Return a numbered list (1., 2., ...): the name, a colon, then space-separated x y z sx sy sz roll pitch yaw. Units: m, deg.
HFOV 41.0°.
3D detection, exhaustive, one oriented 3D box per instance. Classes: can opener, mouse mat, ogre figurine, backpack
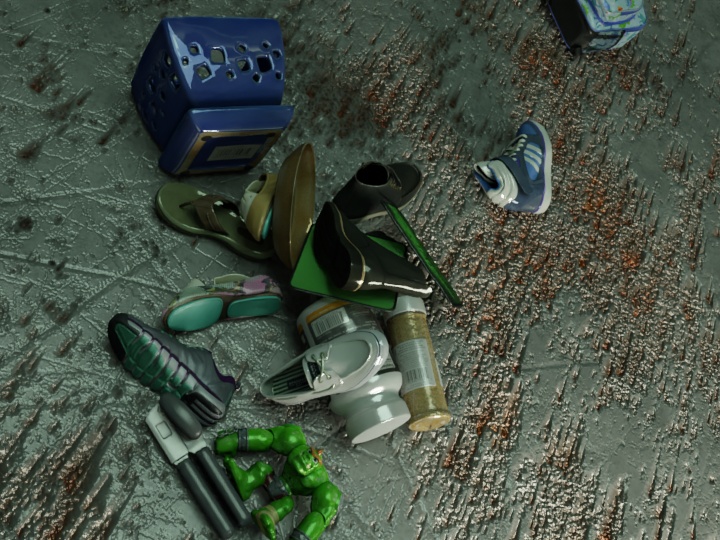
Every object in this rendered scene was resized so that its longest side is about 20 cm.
1. can opener: -0.211 0.251 1.252 0.053 0.067 0.201 -30 78 -24
2. mouse mat: 0.101 -0.025 1.544 0.201 0.008 0.161 55 9 8
3. mouse mat: -0.015 -0.008 1.444 0.159 0.008 0.201 13 31 2
4. ogre figurine: -0.102 0.281 1.283 0.119 0.099 0.200 -26 46 -23
5. backpack: 0.527 -0.575 2.094 0.198 0.147 0.185 -11 69 -35

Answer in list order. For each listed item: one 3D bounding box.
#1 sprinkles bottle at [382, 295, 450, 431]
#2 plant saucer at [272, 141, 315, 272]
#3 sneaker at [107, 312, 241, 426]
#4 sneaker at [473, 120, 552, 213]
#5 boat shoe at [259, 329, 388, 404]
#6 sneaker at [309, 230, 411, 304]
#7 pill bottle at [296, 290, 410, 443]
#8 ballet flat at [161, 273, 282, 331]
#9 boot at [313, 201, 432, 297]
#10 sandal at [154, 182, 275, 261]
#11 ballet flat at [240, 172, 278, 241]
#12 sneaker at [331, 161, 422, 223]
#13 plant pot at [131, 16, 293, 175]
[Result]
1. sprinkles bottle: 0.084 0.141 1.478 0.068 0.068 0.202 2 62 -27
2. plant saucer: -0.102 -0.095 1.457 0.035 0.201 0.202 5 55 6
3. sneaker: -0.255 0.121 1.319 0.200 0.074 0.088 46 38 -9
4. sneaker: 0.275 -0.205 1.778 0.145 0.080 0.202 12 62 -26
5. boat shoe: -0.052 0.141 1.320 0.067 0.199 0.074 5 58 -56
6. sneaker: 0.000 0.000 1.498 0.079 0.076 0.200 23 44 32
7. pill bottle: -0.008 0.139 1.400 0.115 0.116 0.202 -12 68 -33
8. ballet flat: -0.207 0.040 1.393 0.198 0.070 0.071 -9 48 -36
9. boot: 0.013 -0.023 1.422 0.137 0.078 0.201 12 31 -24
10. sandal: -0.213 -0.084 1.461 0.199 0.057 0.080 23 53 -14
11. ballet flat: -0.153 -0.099 1.471 0.062 0.069 0.200 18 23 0
12. sneaker: 0.049 -0.147 1.607 0.199 0.106 0.075 -30 78 -37
13. plant pot: -0.222 -0.259 1.479 0.198 0.200 0.182 -8 73 -31
